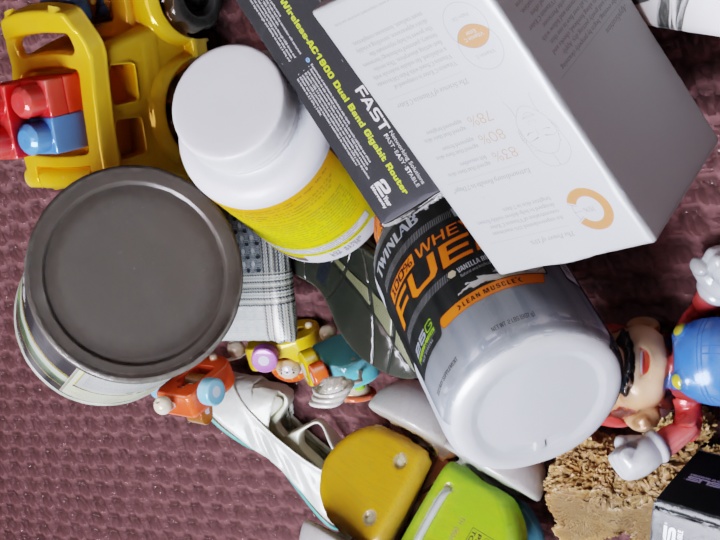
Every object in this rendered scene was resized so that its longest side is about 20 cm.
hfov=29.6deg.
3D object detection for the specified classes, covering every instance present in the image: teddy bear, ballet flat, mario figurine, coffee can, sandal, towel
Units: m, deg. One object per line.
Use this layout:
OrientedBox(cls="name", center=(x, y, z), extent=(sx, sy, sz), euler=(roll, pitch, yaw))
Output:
OrientedBox(cls="teddy bear", center=(0.233, 0.159, 0.972), extent=(0.199, 0.067, 0.146), euler=(-15, 115, 37))
OrientedBox(cls="ballet flat", center=(-0.064, 0.141, 1.200), extent=(0.200, 0.069, 0.070), euler=(43, 135, 4))
OrientedBox(cls="mario figurine", center=(0.208, 0.062, 0.885), extent=(0.199, 0.124, 0.106), euler=(-12, 121, 38))
OrientedBox(cls="coffee can", center=(-0.176, 0.019, 0.998), extent=(0.147, 0.146, 0.200), euler=(53, 161, -1))
OrientedBox(cls="sandal", center=(0.000, -0.001, 1.061), extent=(0.201, 0.057, 0.080), euler=(48, 127, 29))
OrientedBox(cls="towel", center=(-0.137, -0.037, 1.121), extent=(0.199, 0.034, 0.195), euler=(1, 99, 41))

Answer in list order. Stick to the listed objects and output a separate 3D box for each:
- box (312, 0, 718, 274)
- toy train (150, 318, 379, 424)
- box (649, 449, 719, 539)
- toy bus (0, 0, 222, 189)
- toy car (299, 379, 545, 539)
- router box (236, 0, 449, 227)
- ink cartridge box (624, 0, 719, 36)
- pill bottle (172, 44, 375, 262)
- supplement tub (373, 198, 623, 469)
OrientedBox(cls="box", center=(0.090, -0.110, 0.779), extent=(0.124, 0.098, 0.201), euler=(-13, 120, 51))
OrientedBox(cls="toy train", center=(-0.065, 0.094, 1.105), extent=(0.199, 0.150, 0.056), euler=(1, 118, 34))
OrientedBox(cls="box", center=(0.269, 0.239, 0.872), extent=(0.163, 0.086, 0.202), euler=(14, 114, 30))
OrientedBox(cls="toy bus", center=(-0.206, -0.153, 1.022), extent=(0.135, 0.191, 0.202), euler=(4, 105, 40))
OrientedBox(cls="toy car", center=(0.063, 0.198, 1.068), extent=(0.199, 0.176, 0.150), euler=(23, 169, 46))
OrientedBox(cls="router box", center=(0.021, -0.149, 0.880), extent=(0.062, 0.150, 0.201), euler=(-30, 95, 44))
OrientedBox(cls="ink cartridge box", center=(0.197, -0.211, 0.746), extent=(0.199, 0.084, 0.147), euler=(16, 125, 33))
OrientedBox(cls="pill bottle", center=(-0.055, -0.081, 0.944), extent=(0.108, 0.200, 0.110), euler=(-4, 75, 16))
OrientedBox(cls="supplement tub", center=(0.081, 0.022, 0.904), extent=(0.201, 0.121, 0.123), euler=(-116, 27, -48))
